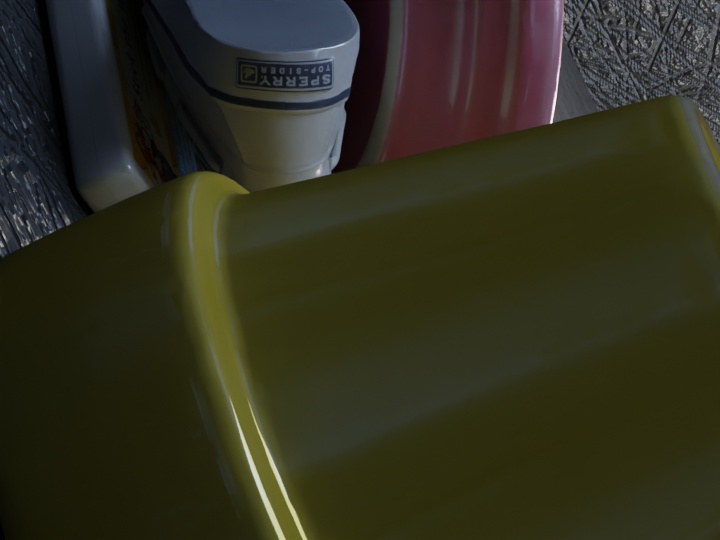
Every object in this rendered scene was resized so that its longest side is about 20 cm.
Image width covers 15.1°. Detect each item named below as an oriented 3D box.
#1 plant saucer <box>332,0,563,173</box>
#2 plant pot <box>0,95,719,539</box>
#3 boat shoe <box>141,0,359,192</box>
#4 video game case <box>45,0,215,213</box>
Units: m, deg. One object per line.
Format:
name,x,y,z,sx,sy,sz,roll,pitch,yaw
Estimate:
plant saucer,0.008,-0.086,0.965,0.201,0.051,0.201,-179,-90,-69
plant pot,0.027,0.049,0.712,0.201,0.189,0.201,61,12,-21
boat shoe,-0.044,-0.078,0.911,0.200,0.074,0.065,-103,-165,-65
video game case,-0.062,-0.046,0.961,0.182,0.023,0.200,55,15,-45
